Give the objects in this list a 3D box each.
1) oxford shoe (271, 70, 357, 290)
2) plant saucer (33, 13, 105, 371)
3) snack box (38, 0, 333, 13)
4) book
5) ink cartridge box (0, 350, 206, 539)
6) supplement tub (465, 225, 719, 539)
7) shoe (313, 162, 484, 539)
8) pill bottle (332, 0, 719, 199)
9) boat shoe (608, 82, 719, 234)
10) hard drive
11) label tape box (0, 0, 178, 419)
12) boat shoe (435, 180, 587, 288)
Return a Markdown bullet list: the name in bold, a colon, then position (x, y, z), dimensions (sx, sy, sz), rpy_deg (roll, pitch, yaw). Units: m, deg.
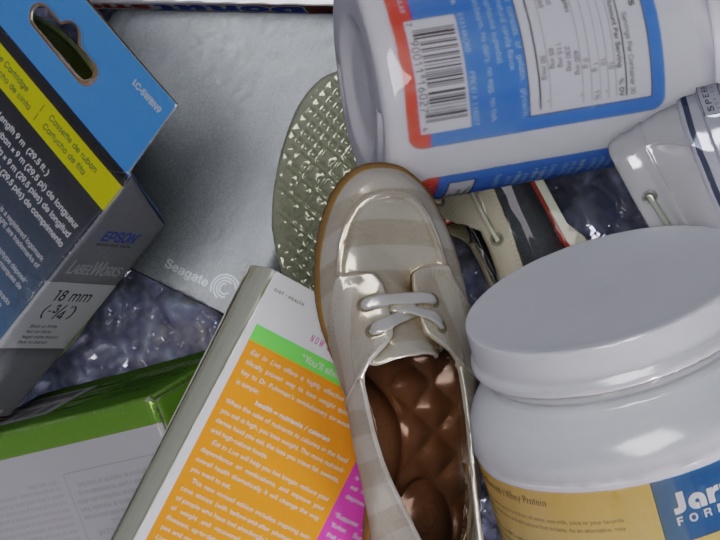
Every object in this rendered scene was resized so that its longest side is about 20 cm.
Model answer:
- **oxford shoe**: position (0.000, 0.000, 1.074), dimensions (0.075, 0.058, 0.201), rpy_deg (-3, 94, 23)
- **plant saucer**: position (-0.193, -0.036, 1.096), dimensions (0.199, 0.031, 0.201), rpy_deg (-2, 85, 29)
- **snack box**: position (-0.073, -0.167, 1.081), dimensions (0.199, 0.024, 0.072), rpy_deg (2, 86, 8)
- **book**: position (-0.034, 0.117, 0.963), dimensions (0.133, 0.048, 0.201), rpy_deg (29, 85, -16)
- **ink cartridge box**: position (-0.098, 0.154, 1.049), dimensions (0.147, 0.076, 0.201), rpy_deg (-15, 100, 37)
- **supplement tub**: position (0.129, 0.097, 0.913), dimensions (0.144, 0.145, 0.201), rpy_deg (-16, 109, 7)
- **shoe**: position (0.025, 0.052, 0.929), dimensions (0.070, 0.053, 0.201), rpy_deg (-12, 101, -19)
- **pill bottle**: position (0.095, -0.100, 0.985), dimensions (0.199, 0.112, 0.113), rpy_deg (-10, 86, -10)
- **boat shoe**: position (0.168, 0.004, 0.981), dimensions (0.067, 0.074, 0.200), rpy_deg (-19, 118, 13)
- **hard drive**: position (-0.071, -0.088, 1.106), dimensions (0.139, 0.033, 0.201), rpy_deg (26, 91, 8)
- **label tape box**: position (-0.169, -0.047, 1.029), dimensions (0.200, 0.063, 0.144), rpy_deg (-49, 66, 18)
- **boat shoe**: position (0.063, -0.033, 1.068), dimensions (0.062, 0.071, 0.200), rpy_deg (-32, 90, 0)
